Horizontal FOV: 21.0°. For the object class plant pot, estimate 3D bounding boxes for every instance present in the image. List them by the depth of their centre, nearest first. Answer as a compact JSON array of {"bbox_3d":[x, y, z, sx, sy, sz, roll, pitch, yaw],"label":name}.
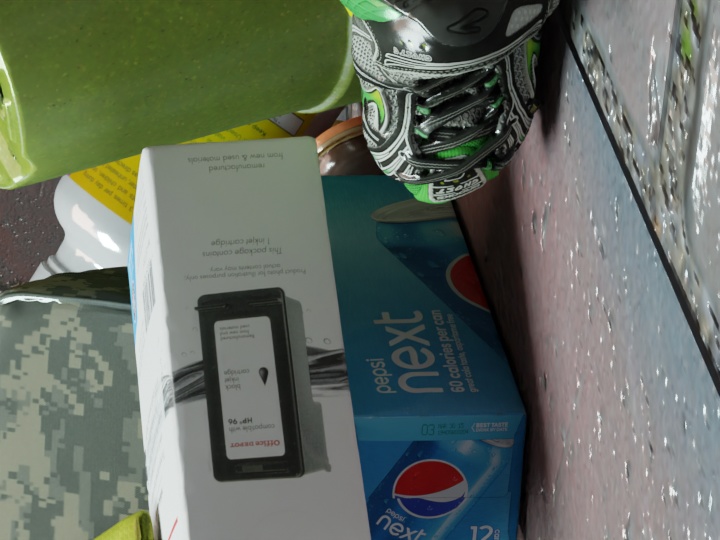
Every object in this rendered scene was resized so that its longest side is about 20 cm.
[{"bbox_3d":[-0.089,-0.125,0.797,0.200,0.189,0.201,42,147,35],"label":"plant pot"}]

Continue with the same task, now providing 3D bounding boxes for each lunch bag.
[{"bbox_3d":[-0.091,0.093,0.892,0.168,0.138,0.202,-21,-66,-76],"label":"lunch bag"}]

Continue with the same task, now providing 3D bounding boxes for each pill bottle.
[{"bbox_3d":[-0.090,-0.054,1.004,0.201,0.104,0.104,-57,9,2],"label":"pill bottle"}]

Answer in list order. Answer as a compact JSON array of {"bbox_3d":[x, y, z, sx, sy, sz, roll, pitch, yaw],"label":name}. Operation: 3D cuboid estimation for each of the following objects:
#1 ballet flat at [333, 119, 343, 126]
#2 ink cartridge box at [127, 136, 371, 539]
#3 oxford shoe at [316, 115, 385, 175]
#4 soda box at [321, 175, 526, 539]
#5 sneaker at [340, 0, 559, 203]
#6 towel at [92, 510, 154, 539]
[{"bbox_3d":[-0.059,-0.018,1.099,0.069,0.063,0.201,99,-164,-44],"label":"ballet flat"},{"bbox_3d":[-0.043,0.067,0.715,0.116,0.067,0.202,113,152,-66],"label":"ink cartridge box"},{"bbox_3d":[0.000,0.000,1.012,0.073,0.071,0.201,56,159,31],"label":"oxford shoe"},{"bbox_3d":[0.015,0.031,0.792,0.200,0.067,0.065,-104,14,-60],"label":"soda box"},{"bbox_3d":[0.034,-0.067,0.620,0.200,0.077,0.086,-26,-74,-87],"label":"sneaker"},{"bbox_3d":[-0.137,0.168,0.746,0.200,0.018,0.087,-36,56,38],"label":"towel"}]
